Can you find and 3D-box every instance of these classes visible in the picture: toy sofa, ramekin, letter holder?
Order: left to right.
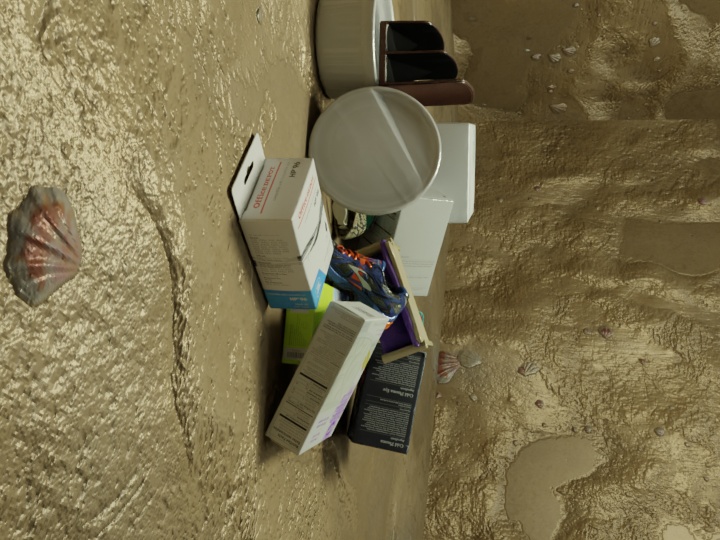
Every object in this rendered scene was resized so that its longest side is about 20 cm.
[{"bbox_3d":[-0.006,-0.371,1.137,0.200,0.097,0.201,2,90,-79],"label":"ramekin"},{"bbox_3d":[0.023,-0.178,1.091,0.094,0.202,0.203,90,4,-83],"label":"ramekin"},{"bbox_3d":[0.048,0.051,1.186,0.098,0.083,0.200,23,48,-71],"label":"toy sofa"},{"bbox_3d":[0.117,-0.337,1.146,0.200,0.142,0.101,-18,109,-77],"label":"letter holder"}]

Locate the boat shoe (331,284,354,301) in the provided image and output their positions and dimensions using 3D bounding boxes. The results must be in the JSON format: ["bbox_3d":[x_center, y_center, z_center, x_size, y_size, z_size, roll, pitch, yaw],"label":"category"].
[{"bbox_3d":[-0.012,0.084,1.239,0.074,0.073,0.200,7,85,-78],"label":"boat shoe"}]

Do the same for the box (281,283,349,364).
[{"bbox_3d":[-0.064,0.084,1.059,0.200,0.048,0.122,35,58,-76],"label":"box"}]

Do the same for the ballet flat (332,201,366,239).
[{"bbox_3d":[-0.022,-0.147,1.196,0.075,0.068,0.200,-33,128,-56],"label":"ballet flat"}]

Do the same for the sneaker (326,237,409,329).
[{"bbox_3d":[0.000,0.000,1.106,0.200,0.078,0.075,45,15,-16],"label":"sneaker"}]

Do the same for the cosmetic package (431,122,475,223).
[{"bbox_3d":[0.179,-0.211,1.476,0.200,0.123,0.200,-39,130,-72],"label":"cosmetic package"}]

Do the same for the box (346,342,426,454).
[{"bbox_3d":[0.045,0.237,1.307,0.200,0.104,0.183,108,-7,-79],"label":"box"}]

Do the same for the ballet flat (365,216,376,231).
[{"bbox_3d":[0.002,-0.172,1.291,0.067,0.068,0.200,-79,169,-70],"label":"ballet flat"}]

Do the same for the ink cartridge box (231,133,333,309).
[{"bbox_3d":[-0.091,-0.059,0.863,0.200,0.068,0.116,79,18,-46],"label":"ink cartridge box"}]

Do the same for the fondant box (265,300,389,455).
[{"bbox_3d":[-0.041,0.142,0.962,0.200,0.058,0.144,-63,165,5],"label":"fondant box"}]

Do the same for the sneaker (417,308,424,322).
[{"bbox_3d":[0.060,0.106,1.349,0.200,0.120,0.084,148,-52,-76],"label":"sneaker"}]

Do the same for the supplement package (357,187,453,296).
[{"bbox_3d":[0.078,-0.064,1.332,0.117,0.117,0.200,43,-56,53],"label":"supplement package"}]
